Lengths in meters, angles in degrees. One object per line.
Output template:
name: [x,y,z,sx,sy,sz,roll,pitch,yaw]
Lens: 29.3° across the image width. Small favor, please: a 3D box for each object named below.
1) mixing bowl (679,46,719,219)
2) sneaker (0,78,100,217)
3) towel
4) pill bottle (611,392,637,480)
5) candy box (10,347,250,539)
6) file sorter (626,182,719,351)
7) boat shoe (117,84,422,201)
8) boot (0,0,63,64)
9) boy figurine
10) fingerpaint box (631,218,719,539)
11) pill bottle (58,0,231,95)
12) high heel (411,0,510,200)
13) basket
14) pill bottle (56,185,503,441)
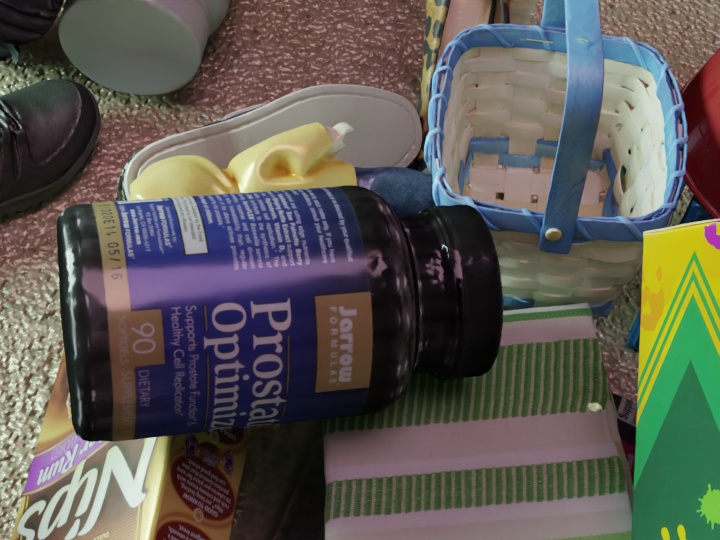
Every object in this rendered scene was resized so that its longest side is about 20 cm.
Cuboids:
mixing bowl: [0.282,-0.094,0.751,0.200,0.109,0.200,5,50,-6]
sneaker: [-0.247,-0.071,0.849,0.200,0.082,0.073,-34,64,-27]
towel: [0.057,0.098,0.672,0.152,0.023,0.200,-4,46,0]
pill bottle: [0.142,0.130,0.739,0.200,0.112,0.112,24,56,10]
candy box: [-0.119,0.107,0.721,0.117,0.056,0.200,-21,47,34]
file sorter: [0.286,-0.007,0.837,0.200,0.139,0.123,18,53,6]
boat shoe: [-0.059,-0.071,0.885,0.200,0.060,0.074,-19,99,-18]
boot: [-0.212,-0.227,0.887,0.073,0.162,0.199,23,88,-26]
boy figurine: [-0.041,-0.028,0.828,0.200,0.125,0.064,1,18,-19]
fingerpaint box: [0.220,0.075,0.635,0.200,0.073,0.167,10,80,-32]
pill bottle: [-0.137,-0.225,0.949,0.113,0.113,0.200,8,55,-1]
high heel: [0.074,-0.119,0.883,0.071,0.143,0.200,-3,56,-9]
basket: [0.106,-0.085,0.740,0.139,0.200,0.177,3,51,6]
pill bottle: [-0.040,0.017,0.657,0.199,0.112,0.112,-5,56,-14]
